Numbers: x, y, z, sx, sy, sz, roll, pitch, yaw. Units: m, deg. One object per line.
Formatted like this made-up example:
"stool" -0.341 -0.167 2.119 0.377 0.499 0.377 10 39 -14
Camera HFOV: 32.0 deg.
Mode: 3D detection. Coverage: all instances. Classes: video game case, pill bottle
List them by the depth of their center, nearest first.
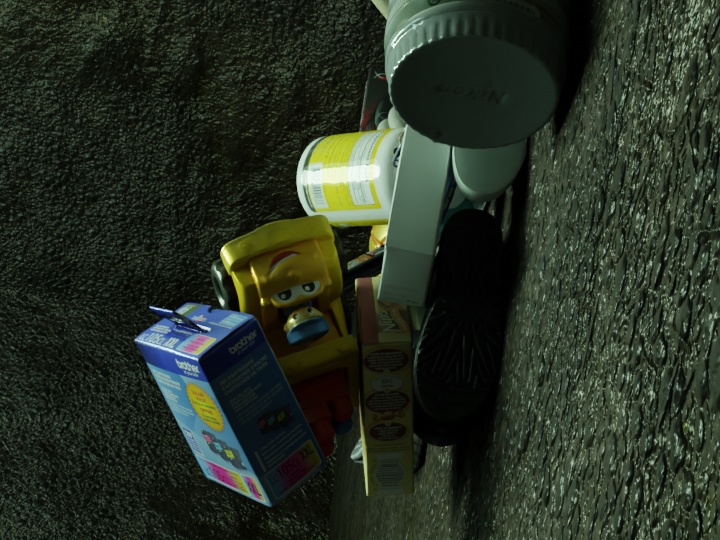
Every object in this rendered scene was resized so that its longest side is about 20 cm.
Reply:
"video game case" 0.000 0.000 1.457 0.026 0.179 0.200 64 178 -2
"pill bottle" 0.028 -0.109 1.474 0.198 0.111 0.113 1 78 43

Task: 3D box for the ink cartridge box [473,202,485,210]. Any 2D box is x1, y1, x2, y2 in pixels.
"ink cartridge box" 0.147 -0.184 1.414 0.163 0.056 0.203 105 153 -63

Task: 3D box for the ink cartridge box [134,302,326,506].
"ink cartridge box" -0.131 0.111 1.195 0.136 0.076 0.202 7 126 54

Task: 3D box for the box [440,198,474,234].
"box" 0.108 -0.027 1.476 0.201 0.048 0.083 -85 5 -52

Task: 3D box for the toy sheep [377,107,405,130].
"toy sheep" 0.076 -0.153 1.587 0.200 0.138 0.138 -43 18 21

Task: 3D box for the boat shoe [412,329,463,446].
"boat shoe" 0.079 0.124 1.372 0.200 0.070 0.092 -79 -8 -80

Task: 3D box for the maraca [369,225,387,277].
"maraca" 0.072 -0.001 1.649 0.137 0.105 0.203 -145 40 -87

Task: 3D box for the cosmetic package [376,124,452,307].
"cosmetic package" 0.057 -0.071 1.214 0.083 0.050 0.202 94 -175 -53

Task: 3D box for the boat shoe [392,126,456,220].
"boat shoe" 0.072 -0.125 1.345 0.072 0.071 0.202 115 170 -64

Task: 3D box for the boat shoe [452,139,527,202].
"boat shoe" 0.129 -0.134 1.244 0.064 0.070 0.202 103 -178 -51

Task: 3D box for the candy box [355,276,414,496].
"candy box" 0.025 0.121 1.308 0.116 0.054 0.202 -97 5 -56

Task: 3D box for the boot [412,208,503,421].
"boot" 0.092 0.053 1.250 0.158 0.078 0.214 119 165 -74

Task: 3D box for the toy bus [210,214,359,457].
"toy bus" -0.058 0.076 1.239 0.201 0.134 0.193 92 158 -51

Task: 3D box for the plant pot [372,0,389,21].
"plant pot" 0.066 -0.374 1.361 0.201 0.176 0.200 -50 13 17

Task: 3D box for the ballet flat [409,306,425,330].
"ballet flat" 0.074 0.081 1.529 0.072 0.067 0.202 41 153 46

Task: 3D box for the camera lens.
"camera lens" 0.103 -0.229 1.081 0.161 0.157 0.202 104 175 -58

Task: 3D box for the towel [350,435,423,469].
"towel" 0.044 0.190 1.729 0.200 0.084 0.168 109 170 -75

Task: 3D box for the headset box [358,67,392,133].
"headset box" 0.067 -0.163 1.735 0.077 0.146 0.203 108 172 -76
